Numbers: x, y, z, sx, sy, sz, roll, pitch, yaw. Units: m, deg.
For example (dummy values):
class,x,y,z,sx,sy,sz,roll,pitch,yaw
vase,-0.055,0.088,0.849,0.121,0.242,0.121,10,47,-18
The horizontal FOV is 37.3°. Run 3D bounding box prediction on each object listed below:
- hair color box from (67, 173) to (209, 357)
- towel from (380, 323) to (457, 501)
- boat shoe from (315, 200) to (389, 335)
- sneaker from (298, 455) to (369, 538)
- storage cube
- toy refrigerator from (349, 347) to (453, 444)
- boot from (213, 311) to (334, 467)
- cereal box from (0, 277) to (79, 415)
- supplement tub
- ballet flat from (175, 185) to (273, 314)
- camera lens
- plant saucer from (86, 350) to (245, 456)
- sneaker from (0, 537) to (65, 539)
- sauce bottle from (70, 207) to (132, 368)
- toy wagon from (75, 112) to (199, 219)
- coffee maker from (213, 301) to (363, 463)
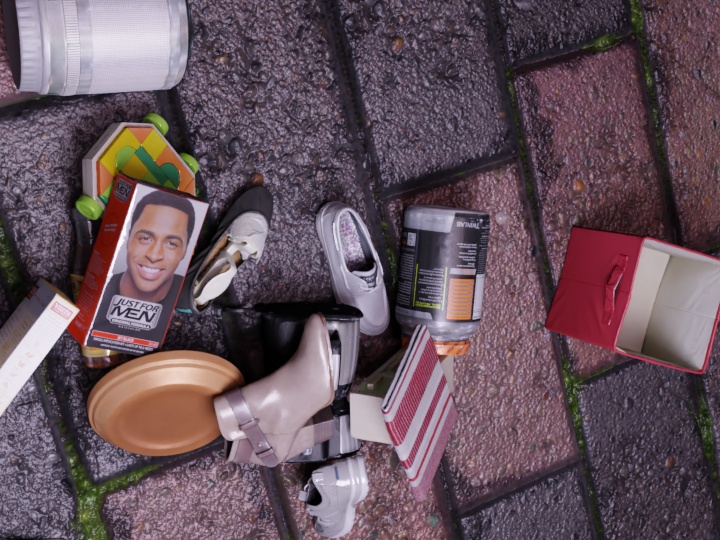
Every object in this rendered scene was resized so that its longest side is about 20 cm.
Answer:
class,x,y,z,sx,sy,sz,roll,pitch,yaw
hair color box,-0.265,-0.004,1.270,0.101,0.061,0.201,14,97,-37
towel,0.075,0.183,1.369,0.144,0.023,0.200,-64,148,-36
boat shoe,0.000,0.000,1.469,0.072,0.068,0.201,-19,105,-21
sneaker,-0.047,0.303,1.446,0.082,0.200,0.075,0,54,-14
storage cube,0.414,0.042,1.601,0.199,0.180,0.172,14,91,-26
toy refrigerator,0.060,0.162,1.450,0.200,0.076,0.070,-33,125,-61
boot,-0.107,0.153,1.308,0.145,0.070,0.201,-8,113,-11
cereal box,-0.414,0.105,1.257,0.039,0.144,0.200,40,81,-23
supplement tub,0.113,0.012,1.492,0.122,0.122,0.201,3,96,-24
ballet flat,-0.167,-0.020,1.391,0.200,0.068,0.068,-54,130,-8
camera lens,-0.304,-0.287,1.243,0.199,0.160,0.161,-8,100,-23
plant saucer,-0.240,0.175,1.338,0.199,0.038,0.201,-11,141,-9
sneaker,-0.412,0.379,1.315,0.199,0.106,0.075,14,91,-25
sauce bottle,-0.328,0.020,1.329,0.066,0.066,0.201,-11,98,-22
toy wagon,-0.258,-0.091,1.329,0.200,0.039,0.155,53,56,-35
coffee maker,-0.092,0.147,1.430,0.191,0.135,0.201,3,96,13
